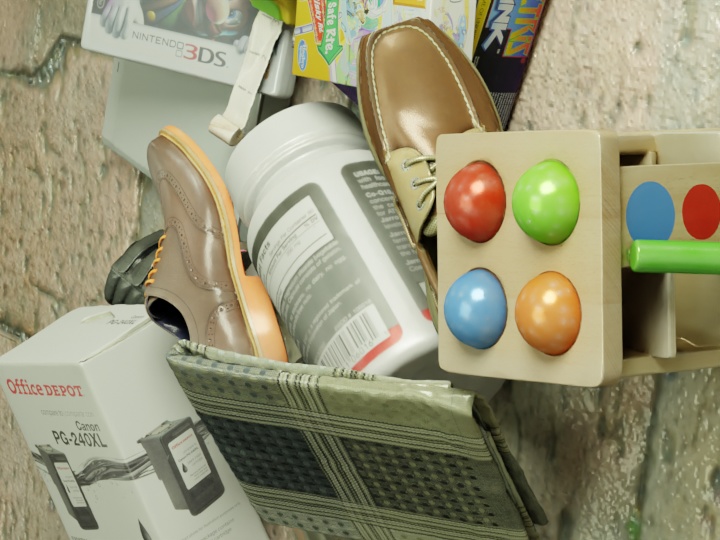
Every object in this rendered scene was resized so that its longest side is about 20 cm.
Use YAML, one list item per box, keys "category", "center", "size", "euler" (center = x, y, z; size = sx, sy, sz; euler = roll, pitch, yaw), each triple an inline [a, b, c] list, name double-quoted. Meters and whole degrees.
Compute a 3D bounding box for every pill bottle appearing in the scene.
- category: "pill bottle"
  center: [0.000, 0.000, 1.275]
  size: [0.200, 0.114, 0.114]
  euler: [60, 136, 32]

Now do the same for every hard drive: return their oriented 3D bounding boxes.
- category: "hard drive"
  center: [-0.121, -0.119, 1.503]
  size: [0.200, 0.026, 0.132]
  euler: [35, 120, 48]

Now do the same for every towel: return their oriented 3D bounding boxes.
- category: "towel"
  center: [0.004, 0.105, 1.204]
  size: [0.200, 0.193, 0.035]
  euler: [8, 57, 25]

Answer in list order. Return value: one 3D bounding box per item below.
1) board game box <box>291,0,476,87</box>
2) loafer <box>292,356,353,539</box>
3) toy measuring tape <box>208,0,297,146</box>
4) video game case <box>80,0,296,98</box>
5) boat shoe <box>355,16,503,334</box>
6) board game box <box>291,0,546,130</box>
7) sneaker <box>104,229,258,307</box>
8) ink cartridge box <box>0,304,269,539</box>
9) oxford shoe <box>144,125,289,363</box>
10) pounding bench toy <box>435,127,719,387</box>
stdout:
- category: "board game box"
  center: [0.017, -0.205, 1.208]
  size: [0.134, 0.034, 0.201]
  euler: [16, 106, 52]
- category: "loafer"
  center: [-0.023, 0.156, 1.360]
  size: [0.063, 0.072, 0.200]
  euler: [-26, 74, 59]
- category: "toy measuring tape"
  center: [-0.069, -0.175, 1.336]
  size: [0.074, 0.073, 0.200]
  euler: [40, 113, 45]
- category: "video game case"
  center: [-0.104, -0.232, 1.415]
  size: [0.182, 0.023, 0.200]
  euler: [16, 100, 33]
- category: "boat shoe"
  center: [0.054, -0.040, 1.136]
  size: [0.074, 0.076, 0.200]
  euler: [-105, -6, -82]
- category: "board game box"
  center: [0.043, -0.187, 1.250]
  size: [0.165, 0.057, 0.200]
  euler: [46, 128, 44]
- category: "sneaker"
  center: [-0.120, 0.007, 1.453]
  size: [0.099, 0.071, 0.200]
  euler: [53, 140, 6]
- category: "ink cartridge box"
  center: [-0.163, 0.132, 1.475]
  size: [0.145, 0.083, 0.200]
  euler: [-4, 113, 55]
- category: "oxford shoe"
  center: [-0.111, -0.008, 1.344]
  size: [0.071, 0.073, 0.200]
  euler: [88, 161, -57]
- category: "pounding bench toy"
  center: [0.147, -0.009, 1.039]
  size: [0.200, 0.156, 0.125]
  euler: [3, 95, 53]
